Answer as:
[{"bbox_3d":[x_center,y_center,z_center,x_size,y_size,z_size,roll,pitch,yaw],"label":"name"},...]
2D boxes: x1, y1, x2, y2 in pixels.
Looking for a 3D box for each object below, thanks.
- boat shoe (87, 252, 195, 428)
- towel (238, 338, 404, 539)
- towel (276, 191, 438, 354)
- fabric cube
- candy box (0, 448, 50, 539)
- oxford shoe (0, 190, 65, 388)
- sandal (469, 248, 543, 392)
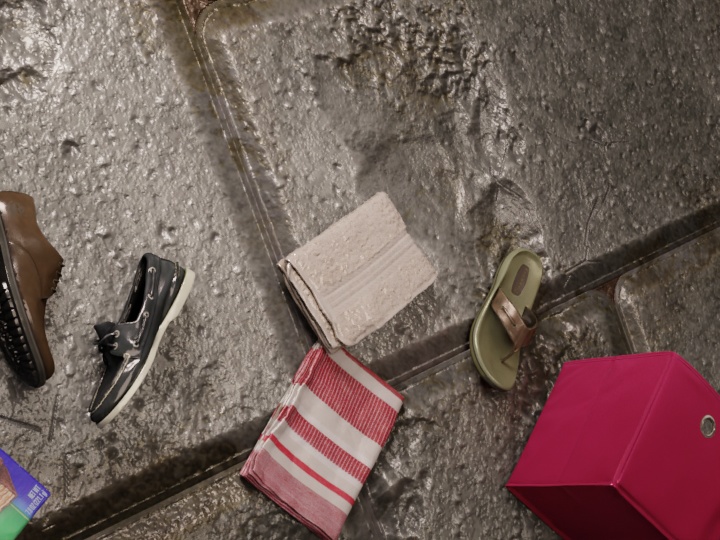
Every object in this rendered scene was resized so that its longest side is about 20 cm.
[{"bbox_3d":[-0.241,0.065,1.255,0.066,0.074,0.200,37,62,-21],"label":"boat shoe"},{"bbox_3d":[-0.037,0.191,1.402,0.144,0.023,0.200,41,61,-22],"label":"towel"},{"bbox_3d":[0.000,0.000,1.446,0.200,0.034,0.133,-38,100,-39],"label":"towel"},{"bbox_3d":[0.345,0.244,1.545,0.196,0.200,0.200,44,60,-21],"label":"fabric cube"},{"bbox_3d":[-0.414,0.204,1.106,0.200,0.077,0.169,46,60,-17],"label":"candy box"},{"bbox_3d":[-0.325,0.015,1.208,0.084,0.073,0.200,-11,87,-37],"label":"oxford shoe"},{"bbox_3d":[0.195,0.057,1.565,0.080,0.057,0.201,30,65,-26],"label":"sandal"}]
